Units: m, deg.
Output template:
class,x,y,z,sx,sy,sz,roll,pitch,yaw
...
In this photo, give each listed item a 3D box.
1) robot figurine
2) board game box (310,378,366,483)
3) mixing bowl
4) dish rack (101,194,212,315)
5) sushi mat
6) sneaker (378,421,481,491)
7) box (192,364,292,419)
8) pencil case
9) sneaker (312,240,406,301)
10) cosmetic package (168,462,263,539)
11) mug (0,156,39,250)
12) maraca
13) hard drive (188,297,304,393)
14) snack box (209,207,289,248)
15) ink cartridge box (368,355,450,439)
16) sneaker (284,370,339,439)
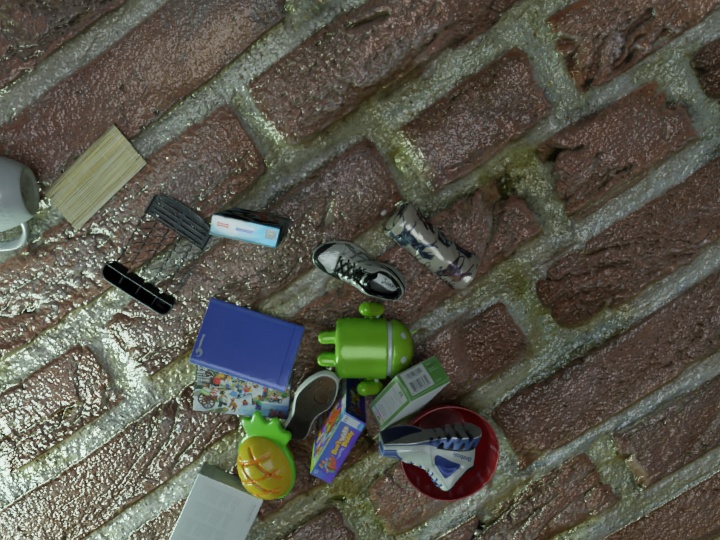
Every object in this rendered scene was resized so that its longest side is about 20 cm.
class,x,y,z,sx,sy,sz,roll,pitch,yaw
robot figurine,0.015,0.153,1.175,0.195,0.116,0.180,2,84,-2
board game box,-0.042,0.297,1.161,0.044,0.200,0.136,29,100,-7
mixing bowl,0.175,0.352,1.225,0.196,0.108,0.205,0,101,-2
dish rack,-0.386,-0.036,1.158,0.152,0.055,0.202,33,99,-9
sushi mat,-0.510,-0.178,1.145,0.199,0.012,0.096,-41,101,7
sneaker,0.134,0.360,1.131,0.195,0.081,0.118,-2,100,-2
box,-0.238,0.225,1.224,0.195,0.038,0.140,6,102,-3
pencil case,0.137,-0.051,1.157,0.199,0.090,0.078,38,127,-8
sneaker,0.000,0.000,1.158,0.196,0.088,0.077,20,103,-4
cosmetic package,-0.310,0.534,1.281,0.149,0.052,0.203,25,100,-5
mug,-0.689,-0.119,1.099,0.171,0.149,0.203,-5,132,-7
maraca,-0.191,0.378,1.216,0.134,0.107,0.204,11,114,17
hard drive,-0.223,0.147,1.183,0.196,0.025,0.134,17,77,0
snack box,-0.194,-0.081,1.078,0.114,0.200,0.038,12,99,-4
ink cartridge box,0.085,0.254,1.179,0.102,0.201,0.060,-19,65,-33
sneaker,-0.098,0.246,1.186,0.072,0.085,0.201,27,127,-10
